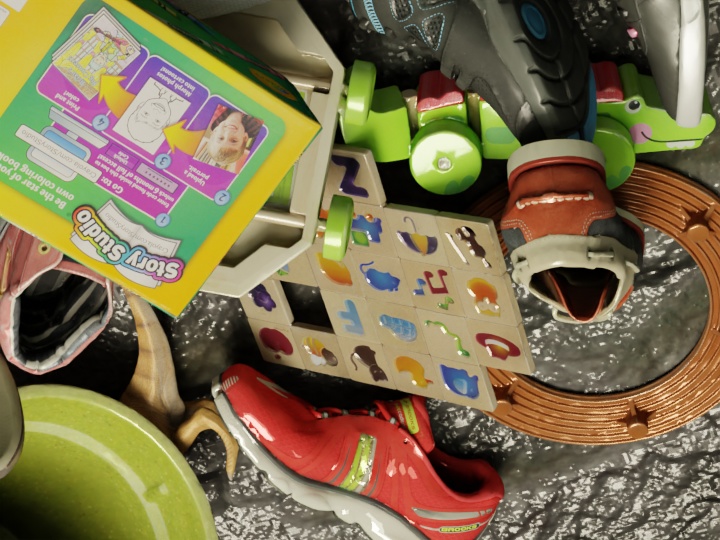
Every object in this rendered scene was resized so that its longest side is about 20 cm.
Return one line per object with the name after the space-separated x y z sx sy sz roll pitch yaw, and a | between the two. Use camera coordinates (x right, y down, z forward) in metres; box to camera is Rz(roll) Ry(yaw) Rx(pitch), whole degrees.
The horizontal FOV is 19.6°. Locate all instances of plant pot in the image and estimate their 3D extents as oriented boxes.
-0.210 0.186 1.223 0.200 0.201 0.184 33 149 -18 | plant pot

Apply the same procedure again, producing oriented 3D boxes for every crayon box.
-0.131 -0.078 0.959 0.199 0.058 0.119 32 103 -30 | crayon box

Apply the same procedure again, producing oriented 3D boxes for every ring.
0.135 0.025 1.193 0.199 0.019 0.202 2 126 2 | ring

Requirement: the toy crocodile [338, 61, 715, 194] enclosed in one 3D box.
0.084 -0.083 1.089 0.198 0.068 0.062 -1 125 5 | toy crocodile

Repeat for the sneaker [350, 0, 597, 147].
0.046 -0.134 1.040 0.082 0.073 0.201 -31 92 32 | sneaker

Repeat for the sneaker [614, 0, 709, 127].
0.118 -0.163 1.027 0.098 0.071 0.201 -7 114 12 | sneaker

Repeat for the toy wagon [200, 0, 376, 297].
-0.071 -0.091 1.052 0.154 0.040 0.202 10 93 2 | toy wagon

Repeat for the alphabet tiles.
0.000 0.000 1.130 0.199 0.008 0.168 10 133 36 | alphabet tiles

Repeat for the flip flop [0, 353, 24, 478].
-0.237 0.023 1.124 0.080 0.201 0.058 -15 163 -5 | flip flop

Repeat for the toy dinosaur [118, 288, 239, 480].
-0.120 0.083 1.228 0.105 0.061 0.201 13 125 -3 | toy dinosaur

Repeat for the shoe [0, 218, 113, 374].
-0.141 -0.038 1.114 0.071 0.091 0.201 17 126 -28 | shoe

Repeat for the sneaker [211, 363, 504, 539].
0.001 0.099 1.233 0.199 0.077 0.085 32 111 -25 | sneaker

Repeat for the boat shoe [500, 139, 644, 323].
0.110 -0.005 1.068 0.071 0.063 0.200 -8 162 9 | boat shoe

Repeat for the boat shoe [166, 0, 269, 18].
-0.018 -0.189 0.979 0.199 0.072 0.071 -29 78 23 | boat shoe
